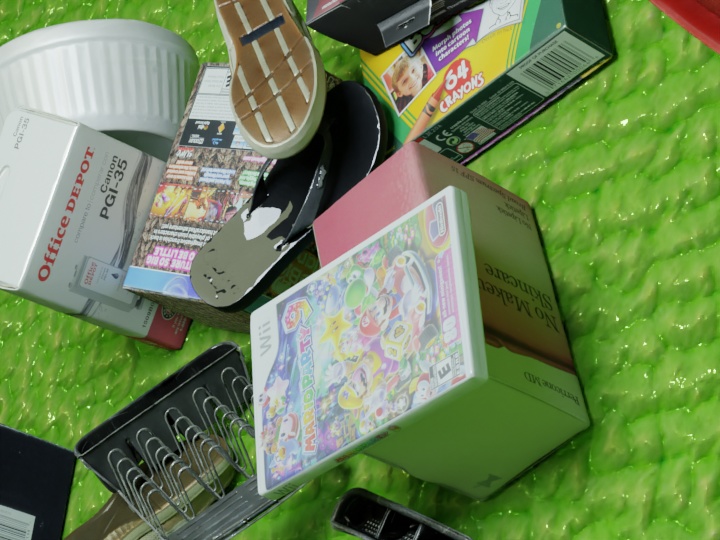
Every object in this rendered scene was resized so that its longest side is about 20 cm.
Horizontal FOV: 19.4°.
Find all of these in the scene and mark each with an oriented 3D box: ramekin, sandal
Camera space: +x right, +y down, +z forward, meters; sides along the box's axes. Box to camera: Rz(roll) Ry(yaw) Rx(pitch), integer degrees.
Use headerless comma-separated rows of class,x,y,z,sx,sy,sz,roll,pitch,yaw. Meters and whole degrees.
ramekin,-0.232,-0.130,1.829,0.202,0.202,0.095,-27,64,38
sandal,-0.051,-0.054,1.552,0.076,0.043,0.200,36,89,29

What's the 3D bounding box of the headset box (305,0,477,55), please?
headset box,0.034,-0.265,1.574,0.148,0.075,0.201,-24,56,46

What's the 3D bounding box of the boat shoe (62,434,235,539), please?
boat shoe,-0.171,0.210,1.671,0.201,0.063,0.073,-42,31,2

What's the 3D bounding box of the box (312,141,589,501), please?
box,0.059,0.034,1.437,0.109,0.128,0.200,-39,45,30

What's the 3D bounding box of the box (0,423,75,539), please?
box,-0.356,0.248,1.831,0.182,0.104,0.201,-17,57,46

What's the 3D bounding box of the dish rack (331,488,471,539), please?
dish rack,0.016,0.261,1.408,0.153,0.054,0.201,18,85,53

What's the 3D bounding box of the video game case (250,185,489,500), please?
video game case,0.001,0.049,1.379,0.200,0.018,0.144,-32,49,36

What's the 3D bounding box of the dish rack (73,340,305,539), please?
dish rack,-0.116,0.138,1.586,0.153,0.055,0.200,-36,26,-13

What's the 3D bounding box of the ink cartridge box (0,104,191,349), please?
ink cartridge box,-0.215,-0.032,1.727,0.083,0.200,0.147,17,85,39

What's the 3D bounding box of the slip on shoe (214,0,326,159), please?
slip on shoe,-0.064,-0.148,1.580,0.076,0.061,0.200,-26,45,5

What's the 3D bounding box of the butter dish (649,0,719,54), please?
butter dish,0.231,-0.269,1.386,0.200,0.148,0.200,-55,39,13

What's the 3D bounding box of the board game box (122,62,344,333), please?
board game box,-0.079,-0.055,1.677,0.159,0.097,0.201,9,77,52

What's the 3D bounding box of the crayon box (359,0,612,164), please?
crayon box,0.086,-0.183,1.583,0.200,0.058,0.173,-35,47,34

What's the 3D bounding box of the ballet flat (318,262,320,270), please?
ballet flat,0.000,0.000,1.572,0.068,0.072,0.201,-20,54,24
